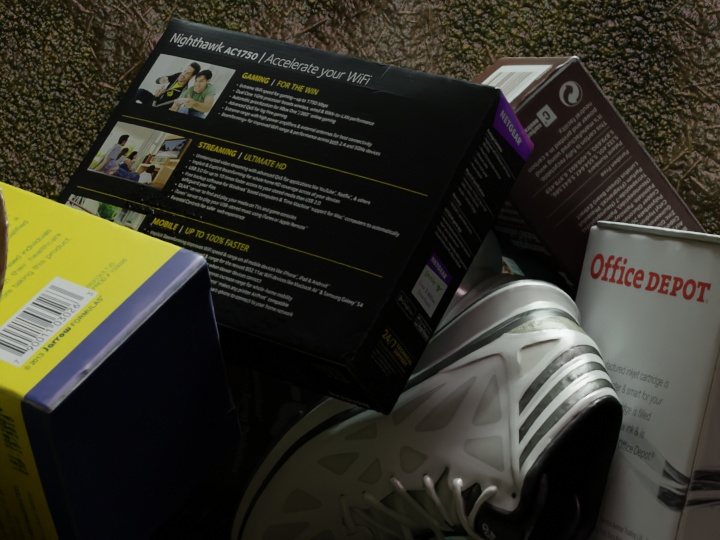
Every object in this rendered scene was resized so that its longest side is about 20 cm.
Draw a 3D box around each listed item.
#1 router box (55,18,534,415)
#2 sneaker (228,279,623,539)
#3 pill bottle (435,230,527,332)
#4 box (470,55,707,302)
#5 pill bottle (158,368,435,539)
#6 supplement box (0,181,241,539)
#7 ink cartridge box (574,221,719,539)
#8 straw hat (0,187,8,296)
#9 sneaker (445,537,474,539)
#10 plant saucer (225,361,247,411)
[{"bbox_3d":[-0.041,-0.031,0.902,0.200,0.149,0.051,17,-22,34],"label":"router box"},{"bbox_3d":[0.029,0.098,0.860,0.076,0.200,0.115,43,12,-35],"label":"sneaker"},{"bbox_3d":[0.000,0.000,0.988,0.200,0.113,0.113,35,10,27],"label":"pill bottle"},{"bbox_3d":[0.122,-0.010,0.981,0.200,0.075,0.100,49,-9,-15],"label":"box"},{"bbox_3d":[-0.043,0.095,1.077,0.200,0.113,0.113,11,0,-33],"label":"pill bottle"},{"bbox_3d":[-0.169,0.036,0.868,0.200,0.109,0.110,20,47,28],"label":"supplement box"},{"bbox_3d":[0.145,0.087,0.867,0.086,0.200,0.146,14,1,-19],"label":"ink cartridge box"},{"bbox_3d":[-0.206,0.034,0.752,0.201,0.201,0.085,12,-22,26],"label":"straw hat"},{"bbox_3d":[0.105,0.139,1.124,0.077,0.087,0.200,13,3,-37],"label":"sneaker"},{"bbox_3d":[-0.157,0.050,0.966,0.200,0.032,0.200,-4,38,3],"label":"plant saucer"}]
